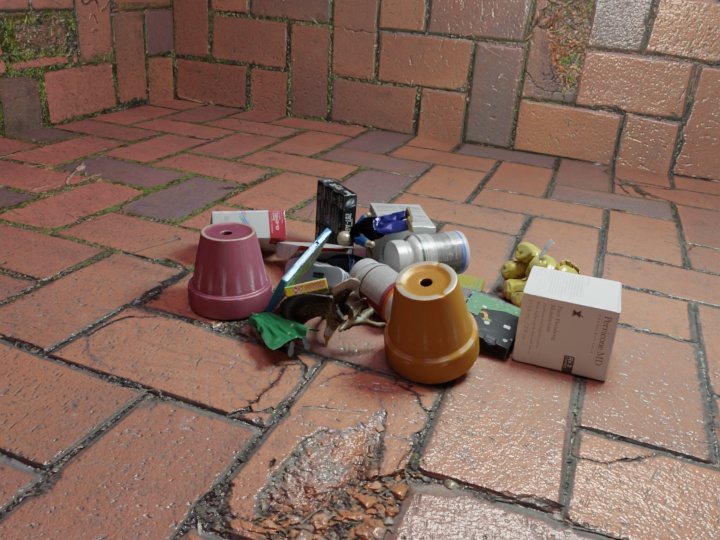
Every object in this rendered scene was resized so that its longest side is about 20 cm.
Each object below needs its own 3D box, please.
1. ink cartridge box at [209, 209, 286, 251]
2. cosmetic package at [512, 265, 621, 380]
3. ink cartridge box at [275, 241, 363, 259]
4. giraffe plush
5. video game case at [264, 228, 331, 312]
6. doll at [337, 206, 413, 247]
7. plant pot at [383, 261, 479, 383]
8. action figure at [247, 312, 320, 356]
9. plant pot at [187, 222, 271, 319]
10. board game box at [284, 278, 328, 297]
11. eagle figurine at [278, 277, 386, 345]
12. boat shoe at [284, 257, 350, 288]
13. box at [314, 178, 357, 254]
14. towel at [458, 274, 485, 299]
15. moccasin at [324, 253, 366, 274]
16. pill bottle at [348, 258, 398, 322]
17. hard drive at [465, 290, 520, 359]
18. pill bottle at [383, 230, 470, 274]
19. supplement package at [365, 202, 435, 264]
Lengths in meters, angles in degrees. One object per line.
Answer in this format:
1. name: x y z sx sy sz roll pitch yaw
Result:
1. ink cartridge box: -0.312 -0.106 1.856 0.197 0.084 0.146 -2 -11 -16
2. cosmetic package: 0.450 0.110 1.471 0.197 0.167 0.165 11 24 19
3. ink cartridge box: -0.111 -0.046 1.794 0.161 0.058 0.199 0 10 -34
4. giraffe plush: 0.480 0.017 1.723 0.161 0.200 0.174 20 49 -25
5. video game case: -0.145 0.001 1.589 0.018 0.143 0.200 37 50 2
6. doll: 0.033 -0.102 1.704 0.197 0.049 0.137 -14 41 13
7. plant pot: 0.140 0.091 1.371 0.197 0.185 0.201 -5 37 4
8. action figure: -0.186 0.128 1.458 0.117 0.055 0.199 -15 23 -34
9. plant pot: -0.306 -0.008 1.586 0.197 0.181 0.200 2 23 -1
10. board game box: -0.122 0.047 1.570 0.094 0.030 0.200 -13 -3 -3
11. eagle figurine: -0.069 0.086 1.472 0.151 0.152 0.199 -51 39 -14
12. boat shoe: -0.106 0.015 1.730 0.198 0.075 0.065 17 -2 35
13. box: -0.072 -0.140 1.908 0.043 0.203 0.160 -9 26 -29
14. towel: 0.239 0.051 1.751 0.142 0.023 0.200 12 25 15
15. moccasin: 0.000 0.000 1.749 0.197 0.082 0.068 6 18 6
16. pill bottle: 0.058 0.050 1.609 0.108 0.111 0.200 -9 26 -29
17. hard drive: 0.292 0.120 1.552 0.138 0.038 0.200 22 30 14
18. pill bottle: 0.166 -0.036 1.711 0.197 0.115 0.114 -7 26 -22
19. supplement package: 0.106 -0.083 1.866 0.148 0.154 0.200 2 22 -9
